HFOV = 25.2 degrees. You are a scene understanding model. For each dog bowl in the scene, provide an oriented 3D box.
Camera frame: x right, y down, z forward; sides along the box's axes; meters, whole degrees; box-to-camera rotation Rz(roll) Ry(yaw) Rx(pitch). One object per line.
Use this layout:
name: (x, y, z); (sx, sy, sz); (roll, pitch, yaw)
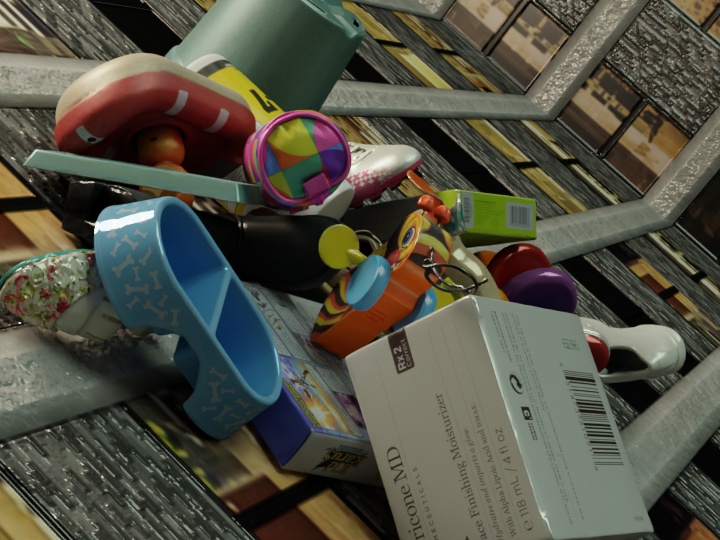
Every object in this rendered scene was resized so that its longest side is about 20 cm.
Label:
dog bowl: (-0.122, 0.031, 1.195); (0.201, 0.049, 0.112); (58, 22, -26)

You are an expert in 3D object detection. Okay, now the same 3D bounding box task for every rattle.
rattle: (0.098, -0.020, 1.445); (0.142, 0.202, 0.130); (-23, 30, -29)

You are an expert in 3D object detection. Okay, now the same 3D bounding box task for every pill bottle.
pill bottle: (-0.108, -0.112, 1.615); (0.200, 0.115, 0.114); (43, 17, 11)

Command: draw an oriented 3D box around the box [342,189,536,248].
box: (0.075, -0.047, 1.701); (0.121, 0.048, 0.199); (4, -8, -42)

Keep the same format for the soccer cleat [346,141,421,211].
soccer cleat: (-0.025, -0.106, 1.668); (0.070, 0.199, 0.087); (-39, 104, -43)

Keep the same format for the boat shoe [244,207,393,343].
boat shoe: (-0.031, 0.010, 1.504); (0.200, 0.072, 0.068); (41, 52, -9)

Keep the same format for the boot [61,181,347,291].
boot: (-0.127, -0.035, 1.353); (0.199, 0.163, 0.067); (23, 67, -52)

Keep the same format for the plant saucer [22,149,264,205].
plant saucer: (-0.182, -0.080, 1.363); (0.198, 0.019, 0.070); (9, 3, 15)

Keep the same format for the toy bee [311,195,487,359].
toy bee: (0.041, 0.000, 1.323); (0.131, 0.198, 0.110); (47, 48, -38)

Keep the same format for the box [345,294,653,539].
box: (0.114, 0.141, 1.297); (0.199, 0.130, 0.201); (10, 58, -57)

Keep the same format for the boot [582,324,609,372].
boot: (0.153, 0.117, 1.524); (0.197, 0.073, 0.145); (-9, 30, -6)

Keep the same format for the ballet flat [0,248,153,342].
ballet flat: (-0.186, 0.021, 1.195); (0.064, 0.076, 0.199); (52, 22, 15)

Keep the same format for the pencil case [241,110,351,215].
pencil case: (-0.058, -0.093, 1.409); (0.088, 0.089, 0.200); (37, -3, -5)

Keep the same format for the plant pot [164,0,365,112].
plant pot: (-0.107, -0.229, 1.774); (0.199, 0.197, 0.201); (35, 18, -13)

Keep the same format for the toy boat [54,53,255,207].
toy boat: (-0.183, -0.106, 1.464); (0.199, 0.130, 0.132); (20, 48, -47)

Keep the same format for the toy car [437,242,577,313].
toy car: (0.161, 0.052, 1.687); (0.174, 0.151, 0.200); (26, 18, -36)

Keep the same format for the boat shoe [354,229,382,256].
boat shoe: (0.000, 0.000, 1.626); (0.076, 0.072, 0.200); (43, 17, 12)

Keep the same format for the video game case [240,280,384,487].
video game case: (-0.043, 0.093, 1.348); (0.180, 0.046, 0.200); (21, 25, -50)

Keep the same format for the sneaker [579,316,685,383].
sneaker: (0.251, 0.095, 1.773); (0.088, 0.198, 0.076); (-21, 101, -51)
